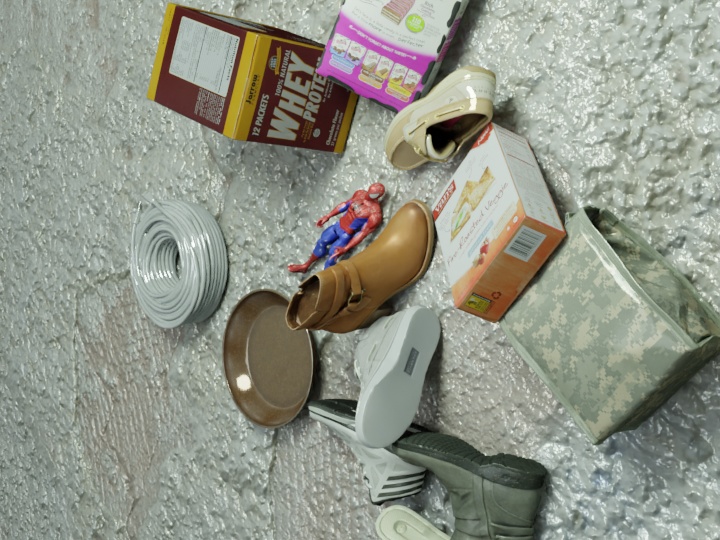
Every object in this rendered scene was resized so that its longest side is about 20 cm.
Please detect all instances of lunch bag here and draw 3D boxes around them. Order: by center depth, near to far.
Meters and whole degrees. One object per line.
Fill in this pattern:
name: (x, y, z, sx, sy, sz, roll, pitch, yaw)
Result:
lunch bag: (0.252, 0.050, 1.095, 0.200, 0.117, 0.164, 52, 125, 24)

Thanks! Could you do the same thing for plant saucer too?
plant saucer: (-0.125, 0.126, 1.521, 0.200, 0.037, 0.201, 2, 93, 45)

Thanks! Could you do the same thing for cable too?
cable: (-0.289, -0.011, 1.655, 0.200, 0.069, 0.201, 26, 110, 40)

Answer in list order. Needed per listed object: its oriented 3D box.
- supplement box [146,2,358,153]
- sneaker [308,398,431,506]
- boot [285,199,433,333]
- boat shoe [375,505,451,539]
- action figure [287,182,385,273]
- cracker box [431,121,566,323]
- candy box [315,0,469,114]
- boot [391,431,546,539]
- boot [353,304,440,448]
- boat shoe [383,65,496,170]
supplement box: (-0.139, -0.257, 1.412, 0.200, 0.197, 0.133, 29, 109, 40)
sneaker: (0.001, 0.241, 1.372, 0.200, 0.076, 0.116, 16, 100, 40)
boot: (0.000, 0.000, 1.312, 0.074, 0.154, 0.200, 42, 119, 36)
boat shoe: (0.103, 0.371, 1.298, 0.200, 0.072, 0.068, 36, 152, 30)
action figure: (-0.028, -0.047, 1.416, 0.200, 0.052, 0.066, -48, 56, 31)
cracker box: (0.147, -0.057, 1.172, 0.134, 0.058, 0.200, -57, 23, 29)
candy box: (0.047, -0.307, 1.286, 0.136, 0.061, 0.200, 28, 114, 7)
boot: (0.117, 0.272, 1.241, 0.200, 0.068, 0.131, 13, 100, 25)
boot: (0.027, 0.135, 1.303, 0.095, 0.074, 0.200, -18, 36, 50)
boat shoe: (0.090, -0.165, 1.255, 0.200, 0.074, 0.069, -41, 44, 52)
